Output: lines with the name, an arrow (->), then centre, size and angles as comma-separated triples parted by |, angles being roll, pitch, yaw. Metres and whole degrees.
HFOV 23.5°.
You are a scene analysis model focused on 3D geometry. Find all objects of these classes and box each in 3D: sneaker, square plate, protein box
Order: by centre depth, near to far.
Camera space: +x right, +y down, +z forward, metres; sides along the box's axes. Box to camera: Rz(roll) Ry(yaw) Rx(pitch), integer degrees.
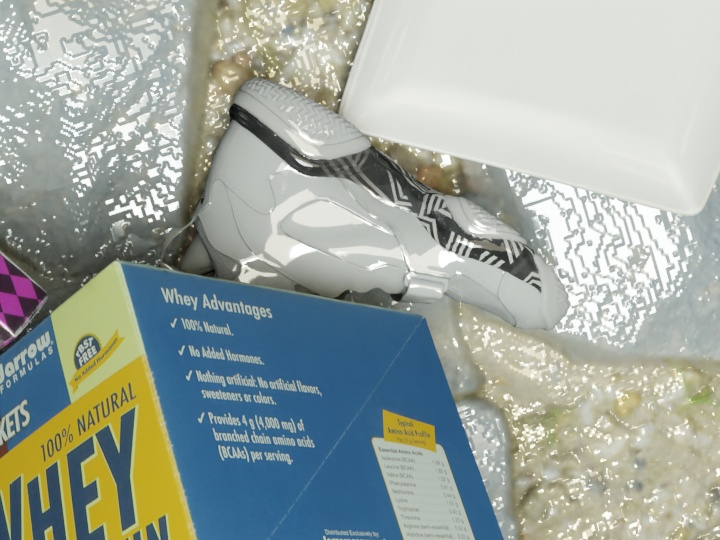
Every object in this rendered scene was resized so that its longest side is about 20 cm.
protein box -> -0.049, 0.125, 0.753 | 0.198, 0.135, 0.200 | 11, 52, -47
square plate -> 0.109, -0.136, 0.857 | 0.200, 0.028, 0.198 | 14, 121, -7
sneaker -> 0.000, 0.000, 0.868 | 0.200, 0.075, 0.115 | 33, 89, -8

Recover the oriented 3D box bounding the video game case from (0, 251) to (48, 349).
video game case -> -0.263, -0.008, 0.768 | 0.200, 0.181, 0.036 | 44, 42, -13
